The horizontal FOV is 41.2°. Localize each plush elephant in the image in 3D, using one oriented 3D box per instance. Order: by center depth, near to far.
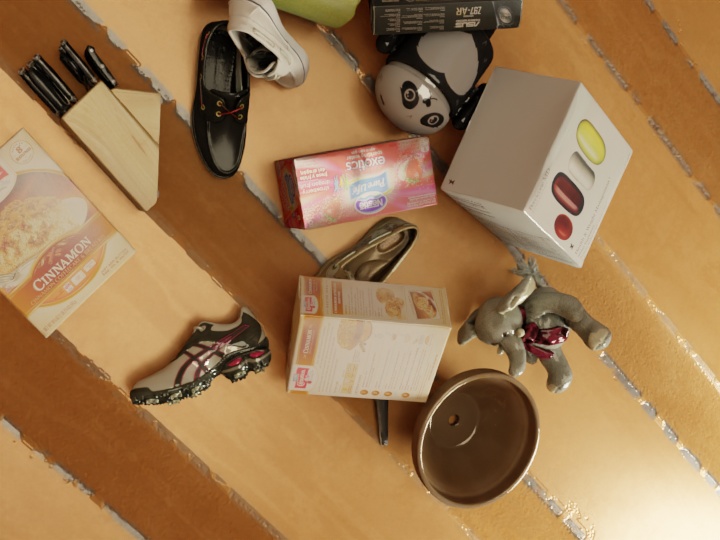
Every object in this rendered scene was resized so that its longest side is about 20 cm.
[{"bbox_3d":[0.235,0.084,1.387,0.153,0.165,0.202,-20,72,-31],"label":"plush elephant"}]

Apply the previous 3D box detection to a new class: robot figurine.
[{"bbox_3d":[0.106,-0.284,1.324,0.149,0.125,0.201,33,80,20],"label":"robot figurine"}]

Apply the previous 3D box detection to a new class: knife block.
[{"bbox_3d":[-0.339,-0.179,1.200,0.172,0.064,0.205,1,94,-20],"label":"knife block"}]

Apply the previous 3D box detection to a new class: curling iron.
[{"bbox_3d":[0.039,0.152,1.385,0.049,0.026,0.205,2,94,-17],"label":"curling iron"}]

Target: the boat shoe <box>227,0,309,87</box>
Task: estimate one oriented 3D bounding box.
[{"bbox_3d":[-0.118,-0.276,1.216,0.071,0.200,0.067,11,74,14],"label":"boat shoe"}]

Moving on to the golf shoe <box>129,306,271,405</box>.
[{"bbox_3d":[-0.217,0.120,1.273,0.197,0.077,0.090,-19,81,-20],"label":"golf shoe"}]

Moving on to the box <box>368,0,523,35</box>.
[{"bbox_3d":[0.107,-0.383,1.280,0.195,0.162,0.044,-4,138,-2],"label":"box"}]

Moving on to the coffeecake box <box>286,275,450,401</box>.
[{"bbox_3d":[0.006,0.094,1.280,0.196,0.074,0.155,5,134,-9],"label":"coffeecake box"}]

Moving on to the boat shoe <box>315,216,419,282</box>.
[{"bbox_3d":[0.000,0.000,1.339,0.200,0.063,0.073,-47,108,-11],"label":"boat shoe"}]

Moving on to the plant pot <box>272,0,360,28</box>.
[{"bbox_3d":[-0.081,-0.409,1.225,0.182,0.199,0.204,20,87,-31],"label":"plant pot"}]

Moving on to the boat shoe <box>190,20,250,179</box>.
[{"bbox_3d":[-0.181,-0.223,1.257,0.072,0.063,0.206,-2,96,-22],"label":"boat shoe"}]

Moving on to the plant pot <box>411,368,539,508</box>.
[{"bbox_3d":[0.154,0.232,1.392,0.197,0.093,0.205,-5,104,-20],"label":"plant pot"}]

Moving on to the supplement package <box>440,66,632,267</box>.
[{"bbox_3d":[0.251,-0.143,1.340,0.199,0.146,0.194,31,82,-48],"label":"supplement package"}]

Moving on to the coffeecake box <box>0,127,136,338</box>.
[{"bbox_3d":[-0.401,-0.047,1.181,0.153,0.073,0.201,-44,106,-11],"label":"coffeecake box"}]

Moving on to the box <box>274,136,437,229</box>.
[{"bbox_3d":[-0.006,-0.120,1.308,0.196,0.102,0.097,-12,98,-20],"label":"box"}]
